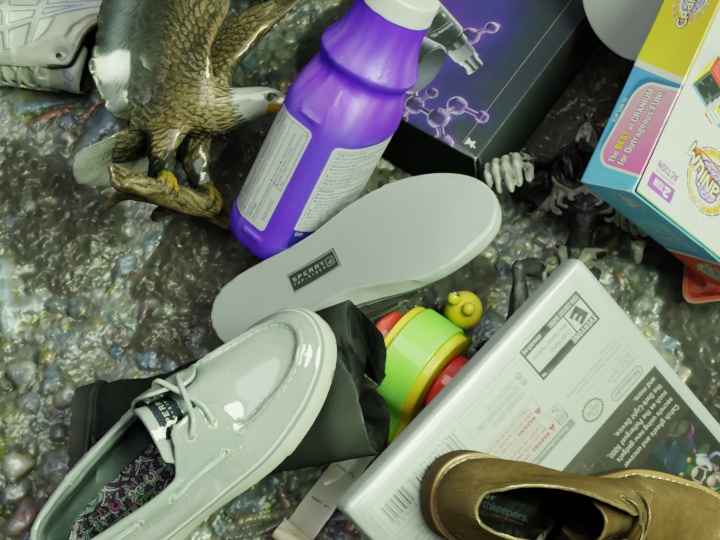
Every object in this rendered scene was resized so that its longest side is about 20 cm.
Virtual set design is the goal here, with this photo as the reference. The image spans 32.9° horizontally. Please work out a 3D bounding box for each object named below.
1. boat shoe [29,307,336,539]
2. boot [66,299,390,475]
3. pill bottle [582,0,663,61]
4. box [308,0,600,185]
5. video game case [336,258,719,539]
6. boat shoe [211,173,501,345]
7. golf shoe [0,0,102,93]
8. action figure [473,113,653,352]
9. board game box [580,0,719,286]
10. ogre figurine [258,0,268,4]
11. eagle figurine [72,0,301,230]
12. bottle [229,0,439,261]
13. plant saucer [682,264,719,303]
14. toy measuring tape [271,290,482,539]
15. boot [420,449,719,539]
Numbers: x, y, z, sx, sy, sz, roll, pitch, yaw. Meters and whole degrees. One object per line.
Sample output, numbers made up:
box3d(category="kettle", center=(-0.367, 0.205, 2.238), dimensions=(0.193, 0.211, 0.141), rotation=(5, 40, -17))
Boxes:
box3d(category="boat shoe", center=(-0.096, 0.094, 0.662), dimensions=(0.201, 0.072, 0.070), rotation=(-45, 60, 0))
box3d(category="boot", center=(-0.076, 0.120, 0.723), dimensions=(0.200, 0.066, 0.165), rotation=(-15, 66, 15))
box3d(category="pill bottle", center=(0.241, -0.211, 0.813), dimensions=(0.200, 0.111, 0.111), rotation=(-31, 64, -33))
box3d(category="box", center=(0.079, -0.165, 0.862), dimensions=(0.141, 0.079, 0.200), rotation=(32, 72, 15))
box3d(category="video game case", center=(0.114, 0.126, 0.705), dimensions=(0.200, 0.023, 0.182), rotation=(-45, 102, -15))
box3d(category="boat shoe", center=(0.000, 0.000, 0.771), dimensions=(0.200, 0.057, 0.069), rotation=(-24, 65, 15))
box3d(category="golf shoe", center=(-0.245, -0.164, 0.895), dimensions=(0.200, 0.078, 0.097), rotation=(-29, 72, -7))
box3d(category="action figure", center=(0.140, -0.031, 0.782), dimensions=(0.119, 0.102, 0.200), rotation=(9, 69, 17))
box3d(category="board game box", center=(0.227, -0.106, 0.728), dimensions=(0.040, 0.153, 0.200), rotation=(18, 80, 51))
box3d(category="ogre figurine", center=(-0.066, -0.259, 0.894), dimensions=(0.200, 0.120, 0.098), rotation=(-22, 69, -3))
box3d(category="eagle figurine", center=(-0.108, -0.133, 0.826), dimensions=(0.151, 0.152, 0.200), rotation=(8, 82, -17))
box3d(category="bottle", center=(-0.015, -0.094, 0.773), dimensions=(0.065, 0.200, 0.083), rotation=(40, 34, 15))
box3d(category="plant saucer", center=(0.309, -0.076, 0.773), dimensions=(0.199, 0.037, 0.200), rotation=(-10, 61, 41))
box3d(category="toy measuring tape", center=(0.012, 0.086, 0.756), dimensions=(0.074, 0.074, 0.200), rotation=(35, 73, 19))
box3d(category="boot", center=(0.136, 0.142, 0.661), dimensions=(0.200, 0.075, 0.074), rotation=(12, 83, -19))
